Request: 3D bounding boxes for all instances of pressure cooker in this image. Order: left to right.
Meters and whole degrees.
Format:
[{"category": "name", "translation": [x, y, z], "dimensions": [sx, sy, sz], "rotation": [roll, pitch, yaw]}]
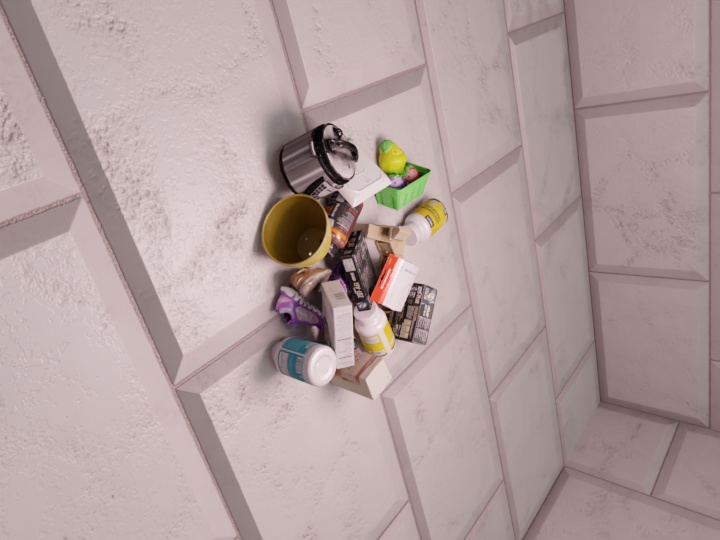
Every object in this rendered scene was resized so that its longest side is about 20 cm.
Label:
[{"category": "pressure cooker", "translation": [-0.106, -0.307, 1.454], "dimensions": [0.180, 0.197, 0.178], "rotation": [53, 33, -30]}]

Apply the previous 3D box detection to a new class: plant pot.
[{"category": "plant pot", "translation": [-0.160, -0.092, 1.480], "dimensions": [0.142, 0.196, 0.204], "rotation": [43, 62, -66]}]

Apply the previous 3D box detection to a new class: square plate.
[{"category": "square plate", "translation": [-0.021, -0.311, 1.615], "dimensions": [0.199, 0.029, 0.199], "rotation": [48, 51, 7]}]

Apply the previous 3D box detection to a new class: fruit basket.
[{"category": "fruit basket", "translation": [0.130, -0.338, 1.787], "dimensions": [0.214, 0.154, 0.220], "rotation": [-33, 135, -40]}]

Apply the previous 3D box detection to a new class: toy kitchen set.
[{"category": "toy kitchen set", "translation": [0.085, -0.054, 1.744], "dimensions": [0.198, 0.161, 0.185], "rotation": [9, 88, -46]}]

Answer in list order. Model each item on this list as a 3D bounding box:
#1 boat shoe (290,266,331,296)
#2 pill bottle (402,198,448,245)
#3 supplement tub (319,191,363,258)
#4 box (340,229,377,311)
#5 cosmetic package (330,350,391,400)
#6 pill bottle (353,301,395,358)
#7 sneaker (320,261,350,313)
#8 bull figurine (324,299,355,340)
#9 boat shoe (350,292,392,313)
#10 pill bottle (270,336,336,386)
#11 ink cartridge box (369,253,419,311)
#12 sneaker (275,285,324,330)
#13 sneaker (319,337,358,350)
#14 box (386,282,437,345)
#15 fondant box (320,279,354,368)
[{"category": "boat shoe", "translation": [-0.144, 0.018, 1.542], "dimensions": [0.077, 0.071, 0.200], "rotation": [-60, 169, 12]}, {"category": "pill bottle", "translation": [0.230, -0.174, 1.924], "dimensions": [0.199, 0.110, 0.114], "rotation": [-40, 122, -37]}, {"category": "supplement tub", "translation": [-0.073, -0.141, 1.604], "dimensions": [0.107, 0.105, 0.203], "rotation": [40, 67, -41]}, {"category": "box", "translation": [0.000, 0.000, 1.658], "dimensions": [0.161, 0.043, 0.203], "rotation": [-72, 149, -56]}, {"category": "cosmetic package", "translation": [-0.012, 0.318, 1.655], "dimensions": [0.103, 0.197, 0.089], "rotation": [-43, 124, -34]}, {"category": "pill bottle", "translation": [0.044, 0.192, 1.741], "dimensions": [0.112, 0.110, 0.202], "rotation": [-53, 141, -28]}, {"category": "sneaker", "translation": [-0.061, 0.047, 1.619], "dimensions": [0.079, 0.084, 0.203], "rotation": [19, 52, -4]}, {"category": "bull figurine", "translation": [-0.077, 0.186, 1.669], "dimensions": [0.120, 0.064, 0.205], "rotation": [-12, 105, -49]}, {"category": "boat shoe", "translation": [0.045, 0.101, 1.785], "dimensions": [0.198, 0.071, 0.078], "rotation": [17, 82, -47]}, {"category": "pill bottle", "translation": [-0.168, 0.250, 1.480], "dimensions": [0.109, 0.197, 0.114], "rotation": [-8, 101, -45]}, {"category": "ink cartridge box", "translation": [0.116, 0.044, 1.710], "dimensions": [0.166, 0.056, 0.199], "rotation": [-66, 159, 2]}, {"category": "sneaker", "translation": [-0.178, 0.131, 1.550], "dimensions": [0.200, 0.080, 0.090], "rotation": [42, 70, -35]}, {"category": "sneaker", "translation": [-0.097, 0.262, 1.606], "dimensions": [0.195, 0.075, 0.089], "rotation": [-13, 123, -1]}, {"category": "box", "translation": [0.167, 0.146, 1.856], "dimensions": [0.085, 0.162, 0.205], "rotation": [21, 79, -45]}, {"category": "fondant box", "translation": [-0.065, 0.151, 1.490], "dimensions": [0.057, 0.145, 0.204], "rotation": [-9, 120, -14]}]
